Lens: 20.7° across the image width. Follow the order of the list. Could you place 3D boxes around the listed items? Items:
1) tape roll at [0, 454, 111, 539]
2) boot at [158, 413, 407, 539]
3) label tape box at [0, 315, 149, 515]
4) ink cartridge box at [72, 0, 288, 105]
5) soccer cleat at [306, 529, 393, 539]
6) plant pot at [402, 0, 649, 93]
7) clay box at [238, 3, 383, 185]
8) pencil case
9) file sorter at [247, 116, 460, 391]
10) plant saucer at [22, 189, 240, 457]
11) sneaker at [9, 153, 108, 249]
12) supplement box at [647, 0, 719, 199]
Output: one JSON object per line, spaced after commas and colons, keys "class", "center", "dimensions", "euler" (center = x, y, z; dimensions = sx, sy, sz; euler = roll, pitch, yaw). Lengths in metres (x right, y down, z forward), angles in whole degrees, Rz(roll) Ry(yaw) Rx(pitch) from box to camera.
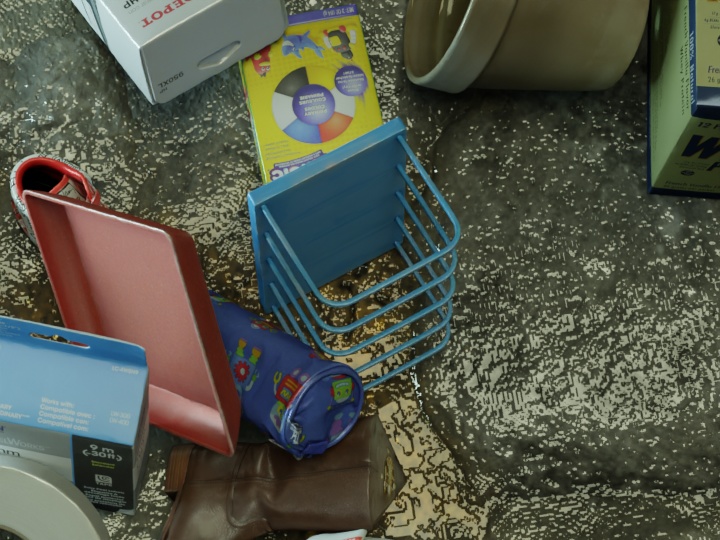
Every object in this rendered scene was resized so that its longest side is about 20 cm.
{"class": "tape roll", "center": [-0.292, 0.246, 1.549], "dimensions": [0.201, 0.037, 0.205], "euler": [0, 99, 1]}
{"class": "boot", "center": [-0.062, 0.212, 1.573], "dimensions": [0.198, 0.064, 0.188], "euler": [-7, 68, 17]}
{"class": "label tape box", "center": [-0.242, 0.116, 1.552], "dimensions": [0.142, 0.200, 0.067], "euler": [11, 61, 0]}
{"class": "ink cartridge box", "center": [-0.175, -0.264, 1.723], "dimensions": [0.144, 0.084, 0.200], "euler": [-32, 60, -13]}
{"class": "soccer cleat", "center": [0.030, 0.252, 1.544], "dimensions": [0.085, 0.200, 0.069], "euler": [-25, 49, 31]}
{"class": "plant pot", "center": [0.152, -0.239, 1.723], "dimensions": [0.172, 0.200, 0.202], "euler": [14, 70, -16]}
{"class": "clay box", "center": [-0.038, -0.128, 1.732], "dimensions": [0.114, 0.048, 0.202], "euler": [-11, 71, -6]}
{"class": "pencil case", "center": [-0.083, 0.084, 1.594], "dimensions": [0.199, 0.078, 0.088], "euler": [27, 102, 44]}
{"class": "file sorter", "center": [0.000, 0.000, 1.604], "dimensions": [0.138, 0.200, 0.123], "euler": [-27, 67, -12]}
{"class": "plant saucer", "center": [-0.174, 0.033, 1.562], "dimensions": [0.037, 0.202, 0.199], "euler": [-33, 32, -33]}
{"class": "sneaker", "center": [-0.219, -0.015, 1.649], "dimensions": [0.201, 0.108, 0.067], "euler": [43, 74, 10]}
{"class": "supplement box", "center": [0.332, -0.188, 1.699], "dimensions": [0.133, 0.200, 0.202], "euler": [3, 71, -3]}
